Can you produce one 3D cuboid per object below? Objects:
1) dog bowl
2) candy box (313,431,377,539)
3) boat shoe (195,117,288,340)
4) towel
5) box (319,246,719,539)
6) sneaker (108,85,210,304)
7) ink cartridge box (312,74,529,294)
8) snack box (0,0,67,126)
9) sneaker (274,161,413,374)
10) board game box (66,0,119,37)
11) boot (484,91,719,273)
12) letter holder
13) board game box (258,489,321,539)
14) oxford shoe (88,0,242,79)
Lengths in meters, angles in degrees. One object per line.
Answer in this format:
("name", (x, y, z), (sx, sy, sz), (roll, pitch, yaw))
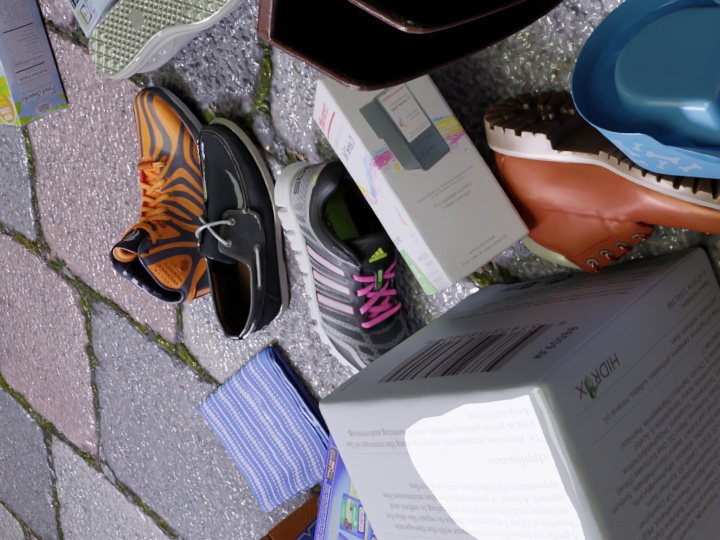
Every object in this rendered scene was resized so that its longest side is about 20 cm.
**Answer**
("dog bowl", (0.206, -0.097, 0.542), (0.199, 0.112, 0.050), (11, 155, 42))
("candy box", (0.049, 0.238, 0.891), (0.199, 0.077, 0.171), (18, 102, 50))
("boat shoe", (-0.114, -0.035, 0.956), (0.071, 0.067, 0.202), (10, 118, 38))
("towel", (-0.096, 0.171, 1.109), (0.145, 0.024, 0.200), (55, 142, 5))
("box", (0.126, 0.110, 0.689), (0.198, 0.199, 0.172), (-13, 103, 49))
("sneaker", (-0.185, -0.062, 0.977), (0.077, 0.112, 0.201), (-3, 112, 47))
("ink cartridge box", (0.025, -0.086, 0.734), (0.201, 0.067, 0.117), (57, 174, 2))
("snack box", (-0.406, -0.261, 1.120), (0.168, 0.068, 0.201), (11, 124, 42))
("sneaker", (0.000, 0.000, 0.850), (0.087, 0.073, 0.201), (-17, 97, 57))
("board game box", (-0.229, -0.335, 0.893), (0.199, 0.043, 0.201), (-33, 85, 53))
("boot", (0.167, -0.042, 0.653), (0.199, 0.075, 0.108), (22, 133, 47))
("letter holder", (0.066, -0.168, 0.567), (0.142, 0.200, 0.101), (35, 136, 26))
("board game box", (-0.060, 0.377, 1.065), (0.200, 0.199, 0.200), (48, 140, 13))
("oxford shoe", (-0.149, -0.223, 0.884), (0.199, 0.058, 0.076), (-27, 87, 37))
